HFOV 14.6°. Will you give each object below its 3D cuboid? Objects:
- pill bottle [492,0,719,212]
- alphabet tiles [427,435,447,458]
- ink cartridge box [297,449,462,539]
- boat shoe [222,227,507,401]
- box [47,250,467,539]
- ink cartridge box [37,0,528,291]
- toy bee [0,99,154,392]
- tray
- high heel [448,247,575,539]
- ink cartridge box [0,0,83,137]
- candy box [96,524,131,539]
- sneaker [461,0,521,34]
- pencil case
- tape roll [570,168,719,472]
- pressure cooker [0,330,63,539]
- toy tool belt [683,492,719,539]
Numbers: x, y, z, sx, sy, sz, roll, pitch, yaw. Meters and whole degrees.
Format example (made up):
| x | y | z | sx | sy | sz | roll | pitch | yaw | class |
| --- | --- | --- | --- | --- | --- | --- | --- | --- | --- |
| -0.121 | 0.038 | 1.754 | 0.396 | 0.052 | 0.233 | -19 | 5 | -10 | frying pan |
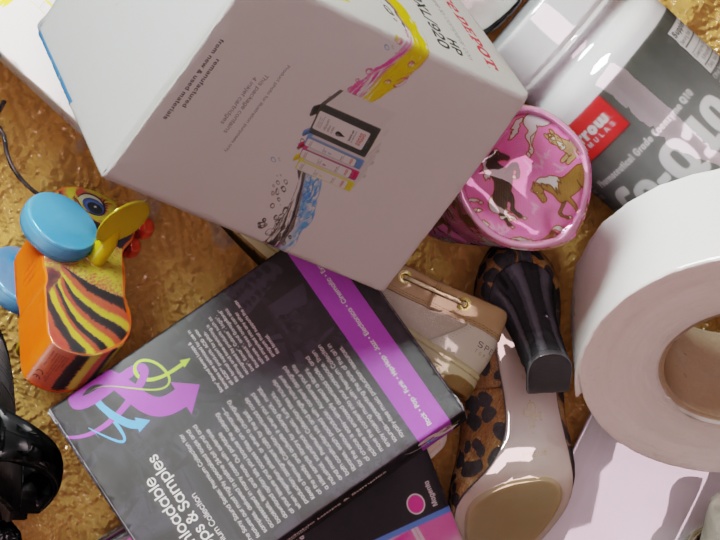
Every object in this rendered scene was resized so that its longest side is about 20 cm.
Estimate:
| x | y | z | sx | sy | sz | roll | pitch | yaw | class |
| --- | --- | --- | --- | --- | --- | --- | --- | --- | --- |
| 0.174 | -0.092 | 1.698 | 0.200 | 0.114 | 0.114 | 41 | 88 | -4 | pill bottle |
| -0.038 | 0.124 | 1.690 | 0.200 | 0.015 | 0.196 | -41 | 98 | -29 | alphabet tiles |
| -0.031 | 0.177 | 1.655 | 0.199 | 0.037 | 0.095 | -22 | 90 | -28 | ink cartridge box |
| 0.000 | 0.000 | 1.683 | 0.200 | 0.074 | 0.066 | 35 | 84 | 14 | boat shoe |
| -0.059 | 0.083 | 1.612 | 0.200 | 0.036 | 0.143 | -34 | 73 | -4 | box |
| -0.043 | -0.112 | 1.532 | 0.200 | 0.147 | 0.145 | 22 | 115 | -37 | ink cartridge box |
| -0.164 | -0.014 | 1.672 | 0.108 | 0.131 | 0.201 | 11 | 64 | -34 | toy bee |
| 0.176 | 0.138 | 1.749 | 0.107 | 0.022 | 0.201 | 27 | 89 | -6 | tray |
| 0.088 | 0.085 | 1.733 | 0.071 | 0.143 | 0.201 | 5 | 125 | -13 | high heel |
| -0.174 | -0.172 | 1.661 | 0.200 | 0.129 | 0.125 | 42 | 88 | -6 | ink cartridge box |
| -0.082 | 0.234 | 1.709 | 0.136 | 0.061 | 0.200 | -30 | 93 | -6 | candy box |
| 0.100 | -0.224 | 1.708 | 0.074 | 0.080 | 0.200 | 35 | 90 | -7 | sneaker |
| 0.077 | -0.054 | 1.646 | 0.086 | 0.200 | 0.083 | 7 | 91 | -11 | pencil case |
| 0.224 | 0.032 | 1.645 | 0.202 | 0.203 | 0.071 | 4 | 49 | -5 | tape roll |
| -0.273 | 0.110 | 1.627 | 0.199 | 0.176 | 0.179 | 0 | 115 | 5 | pressure cooker |
| 0.270 | 0.226 | 1.719 | 0.200 | 0.125 | 0.123 | 26 | 107 | -24 | toy tool belt |
